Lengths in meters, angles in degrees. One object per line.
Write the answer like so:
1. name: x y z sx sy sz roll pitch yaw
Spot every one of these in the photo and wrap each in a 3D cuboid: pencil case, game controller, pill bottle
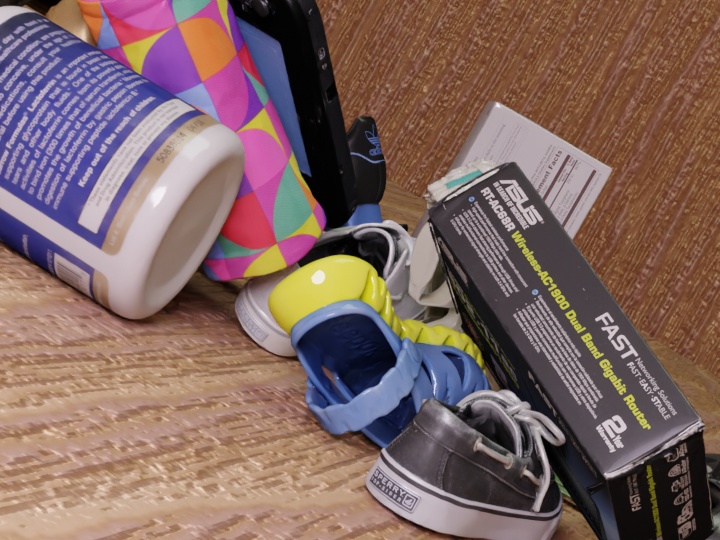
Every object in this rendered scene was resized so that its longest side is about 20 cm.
1. pencil case: -0.089 -0.089 1.048 0.201 0.088 0.088 67 -10 -24
2. game controller: -0.053 -0.112 1.093 0.104 0.042 0.201 26 -33 30
3. pill bottle: -0.171 -0.070 0.977 0.199 0.116 0.116 31 7 10

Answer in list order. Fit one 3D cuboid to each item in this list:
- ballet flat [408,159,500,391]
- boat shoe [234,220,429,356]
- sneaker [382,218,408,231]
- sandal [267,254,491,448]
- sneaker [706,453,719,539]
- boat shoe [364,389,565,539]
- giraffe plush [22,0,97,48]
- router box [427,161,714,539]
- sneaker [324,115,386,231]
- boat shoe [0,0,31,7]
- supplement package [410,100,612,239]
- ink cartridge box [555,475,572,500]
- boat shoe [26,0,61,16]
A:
1. ballet flat: 0.057 0.020 1.166 0.071 0.201 0.072 2 31 -1
2. boat shoe: 0.000 0.000 1.160 0.199 0.069 0.072 -6 56 -52
3. sneaker: -0.020 -0.025 1.505 0.086 0.074 0.200 27 5 12
4. sandal: 0.017 0.068 1.023 0.200 0.079 0.088 31 36 -53
5. sneaker: 0.224 0.154 1.198 0.083 0.077 0.200 33 5 -5
6. boat shoe: 0.068 0.098 0.965 0.073 0.068 0.199 34 7 30
7. giraffe plush: -0.180 -0.107 1.161 0.161 0.174 0.200 9 7 30
8. router box: 0.119 0.059 1.023 0.201 0.062 0.150 57 -7 33
9. sneaker: -0.076 -0.068 1.241 0.198 0.079 0.070 2 4 18
10. boat shoe: -0.251 -0.170 1.050 0.068 0.072 0.200 41 43 13
11. supplement package: 0.106 -0.028 1.507 0.110 0.201 0.156 30 6 -1
12. ink cartridge box: 0.156 0.115 1.265 0.103 0.060 0.200 32 6 13
13. boat shoe: -0.149 -0.171 1.225 0.199 0.076 0.072 23 52 -8
